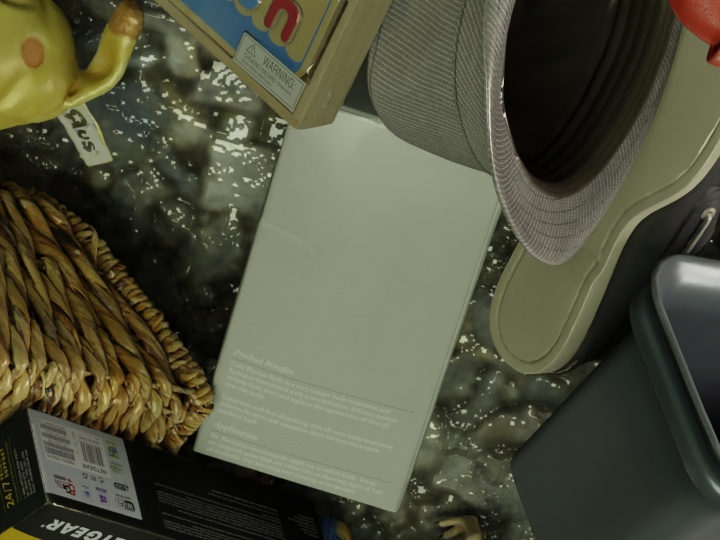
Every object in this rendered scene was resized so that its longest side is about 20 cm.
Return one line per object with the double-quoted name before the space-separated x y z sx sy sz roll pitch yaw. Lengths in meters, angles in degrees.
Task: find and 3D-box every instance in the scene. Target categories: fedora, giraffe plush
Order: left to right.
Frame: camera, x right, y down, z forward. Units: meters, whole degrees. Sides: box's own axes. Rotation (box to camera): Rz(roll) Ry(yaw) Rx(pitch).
"giraffe plush" -0.210 -0.088 1.270 0.200 0.162 0.172 49 134 -6
"fedora" 0.063 -0.109 1.249 0.090 0.200 0.177 12 158 29

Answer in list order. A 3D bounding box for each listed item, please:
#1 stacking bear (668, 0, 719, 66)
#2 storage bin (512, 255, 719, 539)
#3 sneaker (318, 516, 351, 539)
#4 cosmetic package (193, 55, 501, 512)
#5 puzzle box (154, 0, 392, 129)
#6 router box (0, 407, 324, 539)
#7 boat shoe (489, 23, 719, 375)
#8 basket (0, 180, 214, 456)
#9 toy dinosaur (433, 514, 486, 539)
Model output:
"stacking bear" 0.193 -0.174 1.212 0.114 0.122 0.200 27 118 -14
"storage bin" 0.168 0.082 1.332 0.200 0.146 0.134 9 141 -40
"sneaker" -0.072 0.196 1.490 0.088 0.075 0.200 25 119 -5
"cosmetic package" 0.000 0.000 1.364 0.107 0.090 0.200 19 117 -2
"puzzle box" -0.058 -0.170 1.247 0.200 0.025 0.133 42 123 26
"router box" -0.135 0.143 1.388 0.157 0.052 0.200 -34 145 28
"boat shoe" 0.131 -0.036 1.350 0.063 0.073 0.200 5 125 -45
"basket" -0.188 0.048 1.401 0.149 0.143 0.200 10 139 -37
"toy dinosaur" 0.052 0.172 1.439 0.058 0.101 0.200 34 124 -17
